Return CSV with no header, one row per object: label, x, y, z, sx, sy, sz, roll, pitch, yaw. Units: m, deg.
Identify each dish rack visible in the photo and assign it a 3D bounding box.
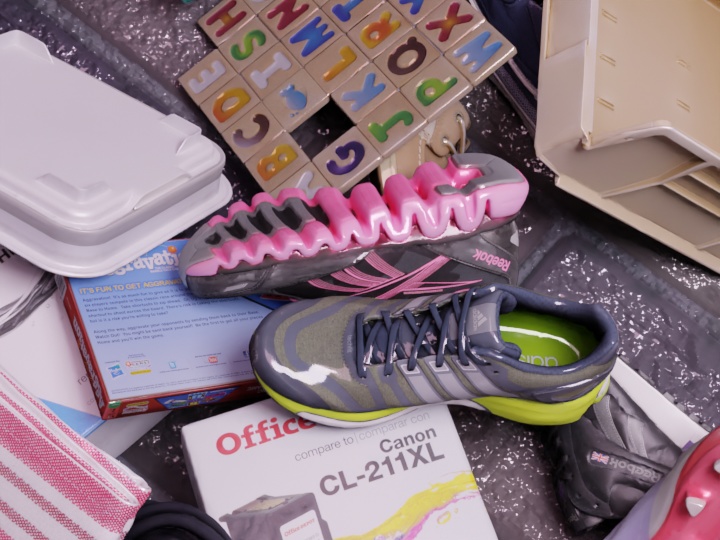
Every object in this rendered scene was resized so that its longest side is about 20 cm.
dish rack,-0.185,-0.079,0.857,0.199,0.044,0.171,29,32,17

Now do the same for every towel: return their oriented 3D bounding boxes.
towel,-0.211,0.153,0.774,0.146,0.030,0.201,36,101,17

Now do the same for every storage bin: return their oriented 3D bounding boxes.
storage bin,0.201,-0.124,0.865,0.198,0.093,0.202,24,61,-34

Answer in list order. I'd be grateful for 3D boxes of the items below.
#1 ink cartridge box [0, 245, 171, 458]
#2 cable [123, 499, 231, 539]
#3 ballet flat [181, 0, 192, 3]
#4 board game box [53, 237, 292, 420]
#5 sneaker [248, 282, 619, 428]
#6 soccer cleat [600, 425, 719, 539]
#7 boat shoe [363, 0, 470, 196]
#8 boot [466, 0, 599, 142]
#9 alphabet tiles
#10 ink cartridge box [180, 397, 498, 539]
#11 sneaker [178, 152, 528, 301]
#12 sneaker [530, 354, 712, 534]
ink cartridge box,-0.208,0.029,0.850,0.116,0.068,0.200,-40,72,-18
cable,-0.110,0.200,0.746,0.163,0.051,0.201,-50,54,24
ballet flat,-0.059,-0.249,0.975,0.199,0.070,0.066,-36,97,-24
board game box,-0.065,0.024,0.835,0.199,0.019,0.103,-6,55,-29
sneaker,0.042,0.035,0.758,0.198,0.081,0.074,-1,65,-11
soccer cleat,0.157,0.146,0.769,0.067,0.200,0.076,42,32,7
boat shoe,0.037,-0.090,0.908,0.064,0.071,0.202,-2,65,-2
boot,0.131,-0.124,0.915,0.073,0.090,0.200,-37,72,-17
alphabet tiles,-0.021,-0.135,0.910,0.167,0.008,0.200,-39,50,0
ink cartridge box,-0.001,0.163,0.788,0.145,0.083,0.201,-17,68,-9
sneaker,0.000,0.000,0.820,0.198,0.096,0.079,-10,28,-4
sneaker,0.130,0.098,0.829,0.200,0.076,0.088,38,76,14
